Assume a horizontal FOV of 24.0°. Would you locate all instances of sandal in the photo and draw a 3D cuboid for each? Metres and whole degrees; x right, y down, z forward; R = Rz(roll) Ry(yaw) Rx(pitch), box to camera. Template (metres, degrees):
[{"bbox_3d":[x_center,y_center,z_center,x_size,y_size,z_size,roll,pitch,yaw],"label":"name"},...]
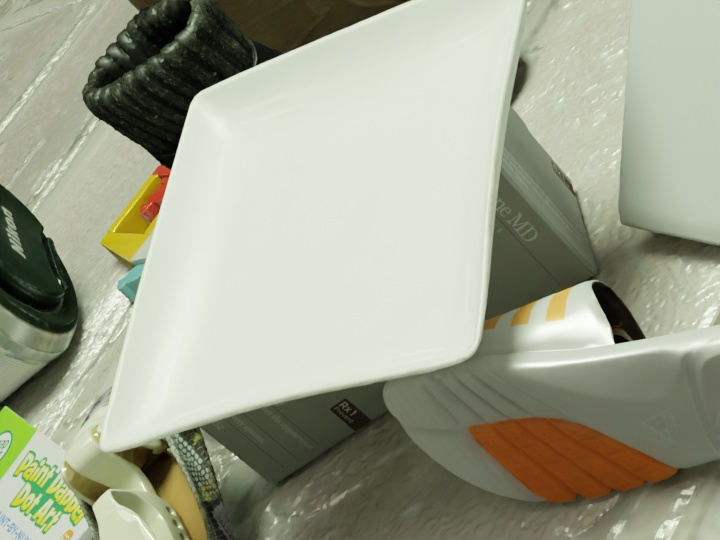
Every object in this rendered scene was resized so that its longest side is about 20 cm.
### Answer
[{"bbox_3d":[0.106,0.038,0.639,0.206,0.079,0.059,-11,40,35],"label":"sandal"}]

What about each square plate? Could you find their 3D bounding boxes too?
[{"bbox_3d":[-0.014,-0.023,0.718,0.197,0.028,0.201,-17,48,35],"label":"square plate"}]

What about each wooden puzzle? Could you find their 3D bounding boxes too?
[{"bbox_3d":[-0.035,-0.188,1.015,0.185,0.200,0.046,-28,71,9],"label":"wooden puzzle"}]

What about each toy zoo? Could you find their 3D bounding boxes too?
[{"bbox_3d":[-0.099,-0.063,1.121,0.200,0.020,0.131,-54,28,-18],"label":"toy zoo"}]

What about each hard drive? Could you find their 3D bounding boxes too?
[{"bbox_3d":[0.174,-0.070,0.658,0.200,0.027,0.133,17,107,60],"label":"hard drive"}]

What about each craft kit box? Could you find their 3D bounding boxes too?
[{"bbox_3d":[-0.214,0.182,0.917,0.198,0.049,0.200,-49,27,-14],"label":"craft kit box"}]

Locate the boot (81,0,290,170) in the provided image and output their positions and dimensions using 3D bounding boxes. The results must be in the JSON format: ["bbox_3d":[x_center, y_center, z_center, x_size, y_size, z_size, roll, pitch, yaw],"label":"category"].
[{"bbox_3d":[-0.035,-0.109,0.941,0.211,0.158,0.080,-35,28,19],"label":"boot"}]

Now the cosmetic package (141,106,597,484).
[{"bbox_3d":[0.000,0.000,0.799,0.200,0.107,0.090,-35,32,22],"label":"cosmetic package"}]

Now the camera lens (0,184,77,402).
[{"bbox_3d":[-0.299,0.035,1.108,0.200,0.160,0.160,-39,27,12],"label":"camera lens"}]

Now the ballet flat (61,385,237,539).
[{"bbox_3d":[-0.101,0.106,0.781,0.072,0.072,0.200,-42,42,6],"label":"ballet flat"}]
